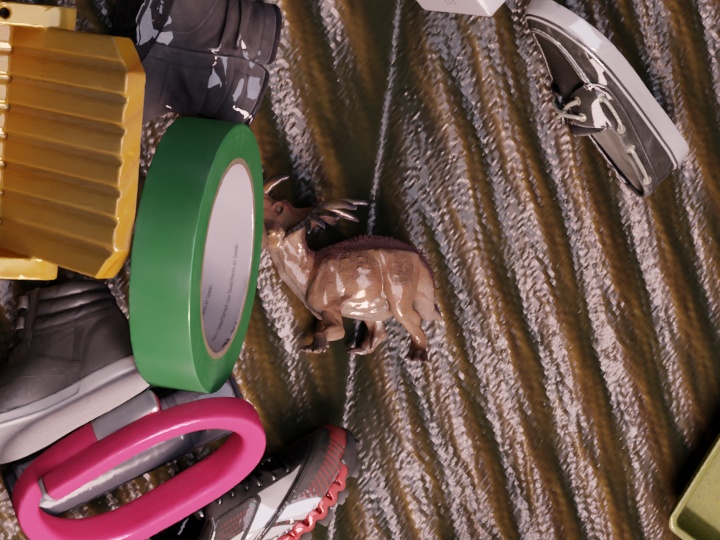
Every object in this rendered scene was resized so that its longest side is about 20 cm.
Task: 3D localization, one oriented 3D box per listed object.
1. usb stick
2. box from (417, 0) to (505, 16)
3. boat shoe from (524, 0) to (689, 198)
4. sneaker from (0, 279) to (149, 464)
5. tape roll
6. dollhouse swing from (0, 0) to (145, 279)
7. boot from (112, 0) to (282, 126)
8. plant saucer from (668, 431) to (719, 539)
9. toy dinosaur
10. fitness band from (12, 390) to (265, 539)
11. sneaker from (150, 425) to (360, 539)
[{"bbox_3d":[-0.182,0.137,1.684,0.199,0.033,0.056,-25,110,-17],"label":"usb stick"},{"bbox_3d":[0.082,-0.337,1.667,0.200,0.131,0.199,-46,113,-10],"label":"box"},{"bbox_3d":[0.195,-0.141,1.780,0.064,0.071,0.200,-49,115,-10],"label":"boat shoe"},{"bbox_3d":[-0.255,0.077,1.631,0.199,0.071,0.100,-26,66,8],"label":"sneaker"},{"bbox_3d":[-0.119,-0.011,1.588,0.048,0.200,0.202,7,97,10],"label":"tape roll"},{"bbox_3d":[-0.268,-0.090,1.534,0.180,0.176,0.202,3,98,-23],"label":"dollhouse swing"},{"bbox_3d":[-0.140,-0.130,1.643,0.131,0.070,0.201,24,93,-30],"label":"boot"},{"bbox_3d":[0.381,0.188,1.924,0.199,0.048,0.201,36,83,-24],"label":"plant saucer"},{"bbox_3d":[0.000,0.000,1.716,0.199,0.086,0.137,7,89,-29],"label":"toy dinosaur"},{"bbox_3d":[-0.165,0.153,1.616,0.199,0.038,0.144,-30,147,9],"label":"fitness band"},{"bbox_3d":[-0.088,0.185,1.711,0.200,0.071,0.098,-43,114,-10],"label":"sneaker"}]
